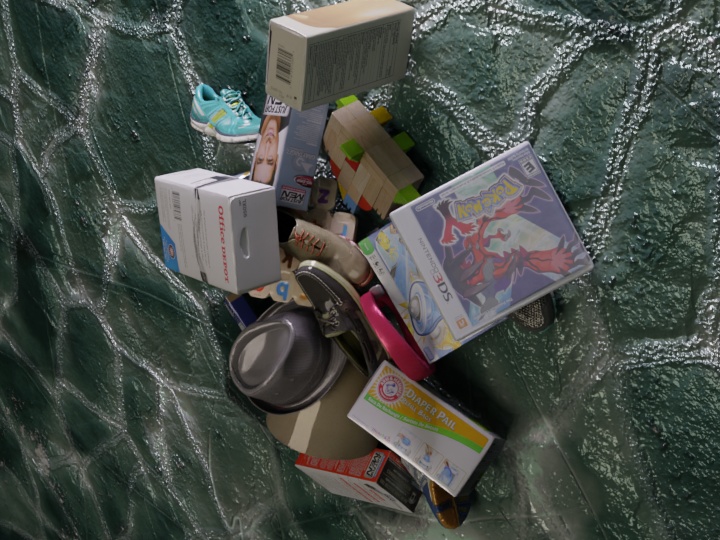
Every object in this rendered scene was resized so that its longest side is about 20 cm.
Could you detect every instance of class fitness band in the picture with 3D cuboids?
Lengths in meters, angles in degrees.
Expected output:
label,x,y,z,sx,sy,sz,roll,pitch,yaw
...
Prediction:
label,x,y,z,sx,sy,sz,roll,pitch,yaw
fitness band,0.057,0.091,1.442,0.037,0.200,0.144,-33,78,8

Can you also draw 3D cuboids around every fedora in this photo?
label,x,y,z,sx,sy,sz,roll,pitch,yaw
fedora,-0.124,0.124,1.512,0.200,0.090,0.177,-36,64,22

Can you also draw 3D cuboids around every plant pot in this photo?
label,x,y,z,sx,sy,sz,roll,pitch,yaw
plant pot,-0.041,0.167,1.595,0.187,0.187,0.201,27,114,35

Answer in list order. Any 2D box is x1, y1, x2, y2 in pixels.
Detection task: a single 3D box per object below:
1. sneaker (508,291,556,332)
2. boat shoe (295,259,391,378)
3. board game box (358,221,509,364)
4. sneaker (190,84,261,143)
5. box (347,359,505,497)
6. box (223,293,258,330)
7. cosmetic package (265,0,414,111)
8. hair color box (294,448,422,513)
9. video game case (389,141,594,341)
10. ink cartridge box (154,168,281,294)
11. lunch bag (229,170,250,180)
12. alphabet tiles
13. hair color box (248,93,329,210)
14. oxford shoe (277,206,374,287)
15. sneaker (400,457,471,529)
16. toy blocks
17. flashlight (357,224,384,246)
label,x,y,z,sx,sy,sz,roll,pitch,yaw
sneaker,0.179,0.001,1.311,0.078,0.091,0.200,-39,82,26
boat shoe,-0.027,0.073,1.457,0.072,0.066,0.201,-18,119,49
board game box,0.104,0.011,1.403,0.135,0.034,0.200,-33,84,17
sneaker,-0.209,-0.251,1.619,0.200,0.077,0.080,23,117,38
box,0.096,0.231,1.470,0.200,0.112,0.102,34,90,20
box,-0.174,0.128,1.762,0.200,0.032,0.121,58,169,-1
cosmetic package,-0.025,-0.287,1.304,0.071,0.200,0.105,33,130,32
hair color box,-0.001,0.339,1.678,0.200,0.064,0.111,2,146,46
video game case,0.165,-0.037,1.259,0.183,0.200,0.023,62,177,1
ink cartridge box,-0.209,-0.061,1.467,0.200,0.084,0.145,18,118,46
lunch bag,-0.202,-0.052,1.649,0.169,0.127,0.201,6,119,66
alphabet tiles,-0.102,-0.049,1.523,0.199,0.015,0.196,9,88,21
hair color box,-0.105,-0.195,1.467,0.099,0.060,0.201,18,98,59
oxford shoe,-0.073,-0.034,1.462,0.200,0.075,0.071,28,95,21
sneaker,0.110,0.308,1.583,0.088,0.075,0.201,-22,84,57
toy blocks,0.008,-0.141,1.443,0.200,0.100,0.137,51,150,16
flashlight,0.000,0.000,1.539,0.200,0.068,0.068,-43,52,52
